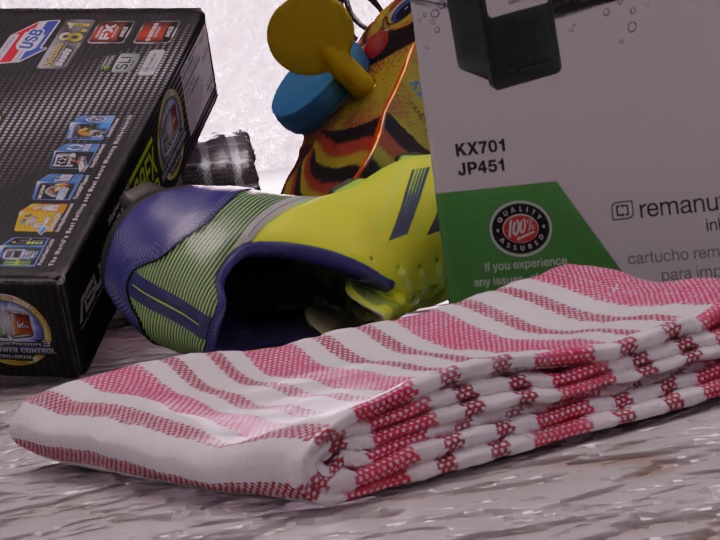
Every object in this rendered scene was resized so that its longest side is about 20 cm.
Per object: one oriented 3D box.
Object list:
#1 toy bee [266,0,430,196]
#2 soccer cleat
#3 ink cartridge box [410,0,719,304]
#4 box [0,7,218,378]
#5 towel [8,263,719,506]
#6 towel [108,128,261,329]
[{"bbox_3d":[0.015,-0.084,0.863,0.109,0.201,0.131,-30,-38,34],"label":"toy bee"},{"bbox_3d":[0.000,0.001,0.746,0.200,0.065,0.084,-7,33,-40],"label":"soccer cleat"},{"bbox_3d":[0.096,-0.090,0.697,0.146,0.201,0.083,-6,6,28],"label":"ink cartridge box"},{"bbox_3d":[-0.157,-0.037,0.798,0.159,0.044,0.200,2,36,12],"label":"box"},{"bbox_3d":[0.024,0.022,0.537,0.199,0.030,0.146,-12,5,-35],"label":"towel"},{"bbox_3d":[-0.127,-0.020,0.936,0.165,0.086,0.200,-8,5,-6],"label":"towel"}]
